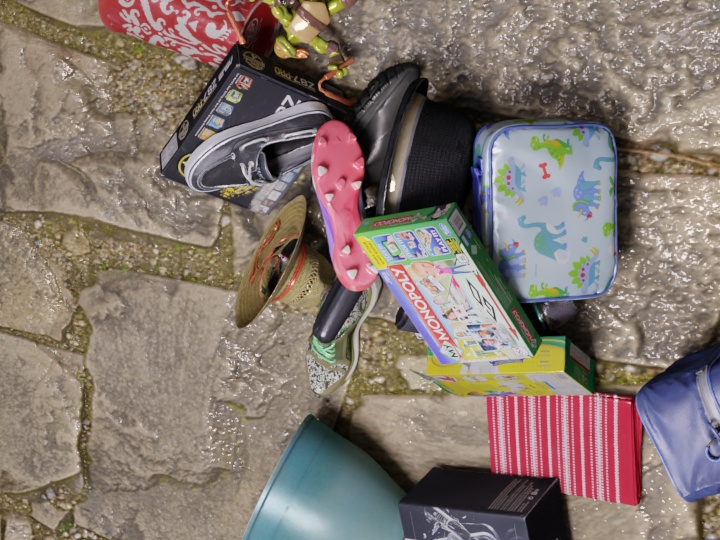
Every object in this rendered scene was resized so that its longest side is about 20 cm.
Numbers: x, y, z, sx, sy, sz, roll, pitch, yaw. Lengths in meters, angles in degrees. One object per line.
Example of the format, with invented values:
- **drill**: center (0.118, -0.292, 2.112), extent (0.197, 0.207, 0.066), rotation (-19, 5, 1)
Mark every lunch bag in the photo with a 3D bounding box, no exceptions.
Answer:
- **lunch bag**: center (0.199, -0.068, 1.375), extent (0.159, 0.082, 0.202), rotation (-4, 99, -11)
- **lunch bag**: center (0.392, 0.150, 1.317), extent (0.132, 0.200, 0.137), rotation (-28, 86, 32)

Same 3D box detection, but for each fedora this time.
- **fedora**: center (0.081, -0.113, 1.414), extent (0.091, 0.201, 0.202), rotation (13, 114, 9)

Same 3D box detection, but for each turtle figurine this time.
- **turtle figurine**: center (-0.048, -0.303, 1.488), extent (0.200, 0.065, 0.161), rotation (38, 109, -21)

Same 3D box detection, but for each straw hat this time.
- **straw hat**: center (-0.082, 0.005, 1.597), extent (0.085, 0.202, 0.201), rotation (27, 125, -18)

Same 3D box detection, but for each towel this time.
- **towel**: center (0.249, 0.208, 1.529), extent (0.199, 0.022, 0.146), rotation (6, 111, 31)

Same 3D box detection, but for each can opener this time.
- **can opener**: center (0.000, 0.000, 1.522), extent (0.078, 0.063, 0.201), rotation (32, 84, -6)

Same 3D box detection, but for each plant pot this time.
- **plant pot**: center (-0.031, 0.322, 1.640), extent (0.187, 0.200, 0.201), rotation (27, 119, 6)

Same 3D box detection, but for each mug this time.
- **mug**: center (-0.208, -0.342, 1.541), extent (0.199, 0.134, 0.178), rotation (26, 140, 17)

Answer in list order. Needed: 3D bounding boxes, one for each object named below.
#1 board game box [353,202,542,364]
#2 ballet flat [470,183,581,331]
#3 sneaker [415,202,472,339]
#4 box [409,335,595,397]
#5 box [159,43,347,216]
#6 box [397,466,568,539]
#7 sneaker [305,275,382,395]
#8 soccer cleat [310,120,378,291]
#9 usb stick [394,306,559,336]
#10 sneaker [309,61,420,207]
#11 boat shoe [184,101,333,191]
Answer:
- **board game box**: center (0.096, 0.019, 1.357), extent (0.134, 0.029, 0.201), rotation (-9, 126, 43)
- **ballet flat**: center (0.201, -0.030, 1.459), extent (0.072, 0.072, 0.201), rotation (-27, 91, 34)
- **sneaker**: center (0.101, -0.010, 1.516), extent (0.200, 0.079, 0.130), rotation (112, 142, -56)
- **box**: center (0.167, 0.117, 1.479), extent (0.198, 0.117, 0.049), rotation (-6, 69, 27)
- **box**: center (-0.136, -0.171, 1.557), extent (0.200, 0.160, 0.049), rotation (-48, 38, 33)
- **box**: center (0.163, 0.366, 1.573), extent (0.181, 0.104, 0.202), rotation (-1, 109, 35)
- **sneaker**: center (-0.042, 0.082, 1.617), extent (0.077, 0.088, 0.201), rotation (28, 118, 20)
- **soccer cleat**: center (-0.022, -0.074, 1.464), extent (0.076, 0.066, 0.202), rotation (149, 109, -72)
- **usb stick**: center (0.138, 0.070, 1.473), extent (0.198, 0.033, 0.056), rotation (11, 149, -14)
- **sneaker**: center (0.021, -0.163, 1.515), extent (0.090, 0.076, 0.200), rotation (31, 114, -12)
- **boat shoe**: center (-0.122, -0.135, 1.511), extent (0.199, 0.068, 0.072), rotation (-20, 137, 8)
